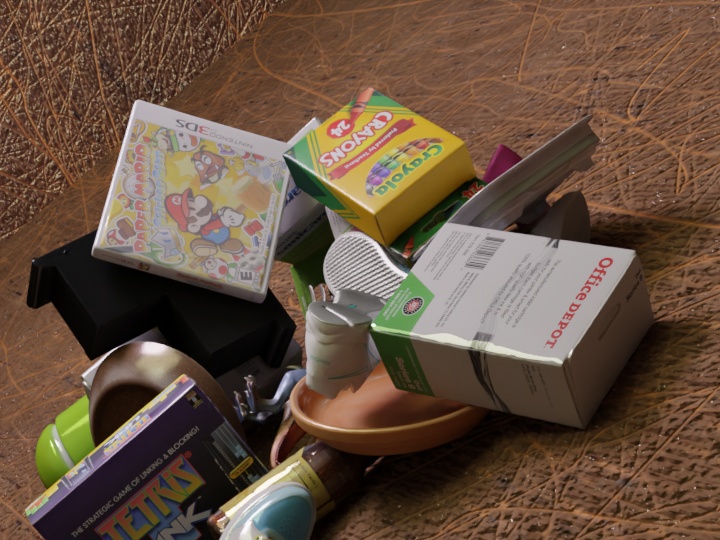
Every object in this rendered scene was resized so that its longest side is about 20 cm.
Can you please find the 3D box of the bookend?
[{"bbox_3d":[-0.206,0.045,1.779,0.198,0.200,0.092,-29,-19,-28],"label":"bookend"}]

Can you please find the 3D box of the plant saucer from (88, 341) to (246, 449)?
[{"bbox_3d":[-0.203,0.170,1.724,0.200,0.201,0.037,-22,6,38],"label":"plant saucer"}]

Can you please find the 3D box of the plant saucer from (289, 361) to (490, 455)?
[{"bbox_3d":[0.036,0.118,1.567,0.199,0.038,0.200,-9,19,3],"label":"plant saucer"}]

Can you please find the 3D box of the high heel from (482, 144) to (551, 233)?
[{"bbox_3d":[0.103,-0.054,1.860,0.199,0.096,0.067,-33,19,13],"label":"high heel"}]

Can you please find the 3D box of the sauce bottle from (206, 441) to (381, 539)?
[{"bbox_3d":[-0.046,0.198,1.586,0.200,0.066,0.066,-33,16,-18],"label":"sauce bottle"}]

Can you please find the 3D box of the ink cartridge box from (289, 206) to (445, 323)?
[{"bbox_3d":[0.000,0.000,1.844,0.199,0.076,0.148,-31,60,22],"label":"ink cartridge box"}]

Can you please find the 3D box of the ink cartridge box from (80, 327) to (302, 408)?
[{"bbox_3d":[-0.182,0.114,1.869,0.200,0.145,0.088,-41,-15,-19],"label":"ink cartridge box"}]

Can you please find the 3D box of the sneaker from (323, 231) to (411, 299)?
[{"bbox_3d":[0.037,0.030,1.728,0.074,0.082,0.200,-52,42,2],"label":"sneaker"}]

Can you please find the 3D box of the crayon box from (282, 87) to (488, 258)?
[{"bbox_3d":[0.028,-0.103,1.761,0.127,0.051,0.200,-39,44,-17],"label":"crayon box"}]

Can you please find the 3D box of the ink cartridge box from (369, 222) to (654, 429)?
[{"bbox_3d":[0.132,0.045,1.490,0.199,0.084,0.146,10,48,36],"label":"ink cartridge box"}]

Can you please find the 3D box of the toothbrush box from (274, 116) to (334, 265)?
[{"bbox_3d":[-0.038,-0.080,1.958,0.146,0.086,0.200,-41,-20,16],"label":"toothbrush box"}]

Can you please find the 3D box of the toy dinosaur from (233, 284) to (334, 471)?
[{"bbox_3d":[-0.035,0.124,1.722,0.180,0.201,0.105,-7,-34,-22],"label":"toy dinosaur"}]

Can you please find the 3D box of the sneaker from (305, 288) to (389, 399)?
[{"bbox_3d":[-0.007,0.065,1.566,0.070,0.081,0.200,17,12,19],"label":"sneaker"}]

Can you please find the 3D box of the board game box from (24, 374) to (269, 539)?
[{"bbox_3d":[-0.186,0.226,1.620,0.200,0.166,0.057,-41,19,-9],"label":"board game box"}]

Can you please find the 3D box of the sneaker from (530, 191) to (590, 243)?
[{"bbox_3d":[0.150,-0.005,1.662,0.115,0.074,0.200,-6,34,29],"label":"sneaker"}]

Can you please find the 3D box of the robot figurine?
[{"bbox_3d":[-0.283,0.192,1.955,0.200,0.116,0.176,-37,30,3],"label":"robot figurine"}]

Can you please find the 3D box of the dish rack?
[{"bbox_3d":[0.146,-0.064,1.660,0.171,0.044,0.200,-34,-7,-24],"label":"dish rack"}]

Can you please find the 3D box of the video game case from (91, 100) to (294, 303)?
[{"bbox_3d":[-0.170,-0.074,1.793,0.023,0.181,0.201,117,166,-54],"label":"video game case"}]

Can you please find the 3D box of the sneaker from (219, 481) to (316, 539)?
[{"bbox_3d":[-0.086,0.272,1.468,0.200,0.079,0.130,-54,20,-16],"label":"sneaker"}]

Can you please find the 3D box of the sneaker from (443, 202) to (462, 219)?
[{"bbox_3d":[0.056,-0.053,1.964,0.199,0.080,0.071,-29,20,28],"label":"sneaker"}]
